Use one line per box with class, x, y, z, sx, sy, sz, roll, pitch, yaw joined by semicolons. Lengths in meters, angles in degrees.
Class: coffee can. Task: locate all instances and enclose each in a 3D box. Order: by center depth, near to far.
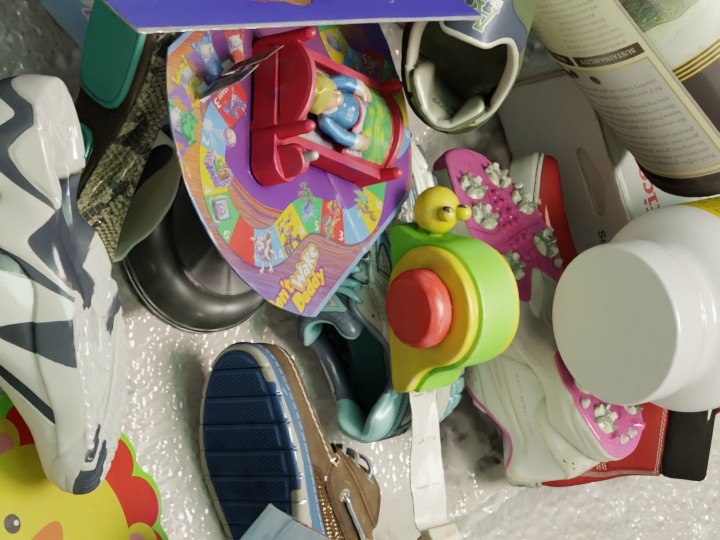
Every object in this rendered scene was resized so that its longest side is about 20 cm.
coffee can;0.165;-0.159;1.108;0.200;0.146;0.147;45;57;-31

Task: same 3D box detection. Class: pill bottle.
pill bottle;0.201;0.015;1.101;0.200;0.112;0.113;-10;90;-43

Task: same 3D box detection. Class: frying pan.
frying pan;-0.060;-0.048;1.099;0.190;0.031;0.115;-49;118;-32

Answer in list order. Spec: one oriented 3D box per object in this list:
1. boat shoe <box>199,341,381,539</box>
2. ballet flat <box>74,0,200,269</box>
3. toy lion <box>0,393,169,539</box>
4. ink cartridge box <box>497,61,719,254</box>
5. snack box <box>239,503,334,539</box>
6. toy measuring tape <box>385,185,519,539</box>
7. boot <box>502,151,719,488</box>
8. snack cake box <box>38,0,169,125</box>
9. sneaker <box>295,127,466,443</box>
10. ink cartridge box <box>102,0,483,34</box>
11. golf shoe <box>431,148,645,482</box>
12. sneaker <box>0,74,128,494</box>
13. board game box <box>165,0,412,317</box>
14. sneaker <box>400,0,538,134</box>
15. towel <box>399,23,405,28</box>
boat shoe;-0.030;0.127;1.076;0.072;0.072;0.201;-26;111;-45
ballet flat;-0.115;-0.072;0.989;0.075;0.068;0.201;14;105;-37
toy lion;-0.183;0.136;0.947;0.200;0.069;0.192;36;55;-31
ink cartridge box;0.194;-0.083;1.282;0.200;0.087;0.146;-26;100;-41
snack box;-0.039;0.241;0.981;0.169;0.068;0.200;-50;139;-19
toy measuring tape;0.053;0.055;1.064;0.073;0.073;0.201;-9;98;-41
boot;0.154;0.027;1.189;0.072;0.144;0.201;-6;92;-80
snack cake box;-0.125;-0.188;1.035;0.200;0.067;0.115;48;56;-25
sneaker;0.000;0.000;1.097;0.086;0.077;0.201;-27;103;-50
ink cartridge box;-0.070;-0.168;0.916;0.198;0.200;0.044;-9;125;-40
golf shoe;0.079;0.029;1.133;0.075;0.091;0.201;-10;69;-49
sneaker;-0.187;0.012;0.936;0.080;0.129;0.200;-71;154;-64
board game box;-0.016;-0.076;0.998;0.200;0.039;0.158;-51;123;-46
sneaker;0.048;-0.108;1.044;0.067;0.200;0.090;22;63;1
towel;0.021;-0.238;1.194;0.200;0.030;0.147;41;60;-29
